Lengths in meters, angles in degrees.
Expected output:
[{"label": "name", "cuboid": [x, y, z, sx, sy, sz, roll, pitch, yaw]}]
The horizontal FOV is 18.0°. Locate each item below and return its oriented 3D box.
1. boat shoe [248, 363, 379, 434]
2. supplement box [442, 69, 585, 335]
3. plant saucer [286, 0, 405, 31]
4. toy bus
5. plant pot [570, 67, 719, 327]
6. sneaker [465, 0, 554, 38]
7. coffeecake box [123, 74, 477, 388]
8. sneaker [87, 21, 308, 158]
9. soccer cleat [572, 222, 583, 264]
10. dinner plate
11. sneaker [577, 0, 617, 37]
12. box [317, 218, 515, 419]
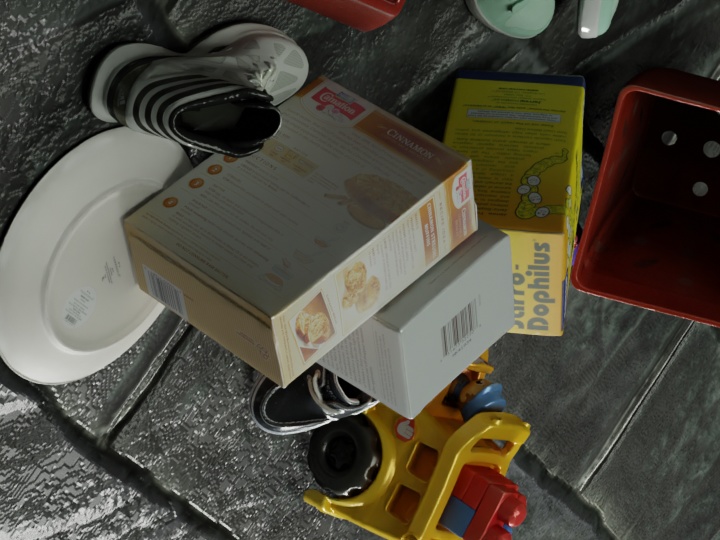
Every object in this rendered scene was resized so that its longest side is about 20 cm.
[{"label": "boat shoe", "cuboid": [-0.012, 0.082, 1.774, 0.072, 0.199, 0.068, 59, 27, -12]}, {"label": "supplement box", "cuboid": [0.119, -0.057, 1.815, 0.200, 0.109, 0.109, -76, 167, -47]}, {"label": "plant saucer", "cuboid": [0.007, -0.277, 1.639, 0.200, 0.037, 0.200, 13, 103, -56]}, {"label": "toy bus", "cuboid": [0.075, 0.149, 1.923, 0.136, 0.192, 0.201, 15, 101, -55]}, {"label": "plant pot", "cuboid": [0.316, -0.081, 2.065, 0.176, 0.199, 0.201, -64, 168, -65]}, {"label": "sneaker", "cuboid": [0.141, -0.230, 1.786, 0.074, 0.118, 0.201, -55, 149, -12]}, {"label": "coffeecake box", "cuboid": [-0.040, -0.032, 1.607, 0.200, 0.153, 0.073, -39, 142, -27]}, {"label": "sneaker", "cuboid": [-0.082, -0.114, 1.568, 0.200, 0.115, 0.076, -15, 127, -49]}, {"label": "soccer cleat", "cuboid": [0.164, -0.037, 2.007, 0.068, 0.073, 0.200, -59, 148, -5]}, {"label": "dinner plate", "cuboid": [-0.180, -0.006, 1.604, 0.200, 0.024, 0.201, -33, 138, -35]}, {"label": "sneaker", "cuboid": [0.256, -0.275, 1.888, 0.074, 0.118, 0.201, -82, -168, -75]}, {"label": "box", "cuboid": [0.000, 0.000, 1.691, 0.124, 0.200, 0.098, -40, 143, -28]}]
